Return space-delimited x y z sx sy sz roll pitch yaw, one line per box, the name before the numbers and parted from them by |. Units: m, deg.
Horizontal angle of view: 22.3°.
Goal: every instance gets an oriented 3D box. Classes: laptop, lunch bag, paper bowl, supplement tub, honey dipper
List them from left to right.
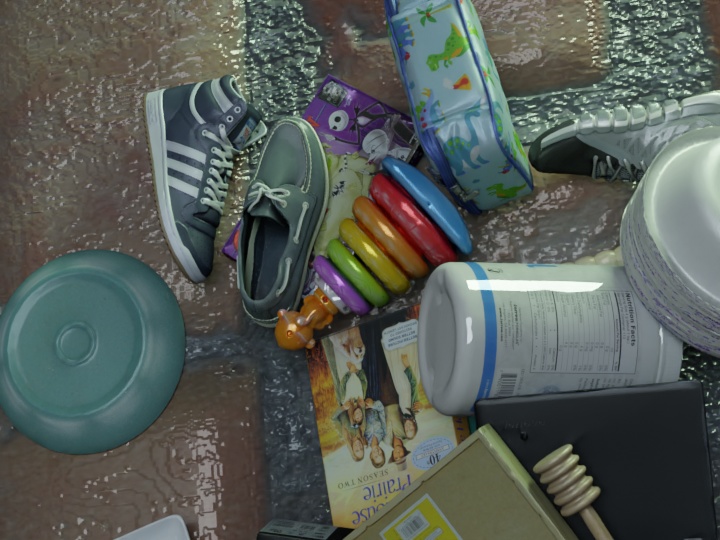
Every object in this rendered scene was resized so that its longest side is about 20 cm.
lunch bag | 0.089 -0.158 1.647 0.082 0.161 0.201 -20 70 12
supplement tub | 0.158 0.059 1.549 0.198 0.132 0.133 1 73 -16
laptop | 0.202 0.195 1.519 0.186 0.200 0.117 -5 59 12
honey dipper | 0.207 0.231 1.449 0.038 0.038 0.201 -34 90 2
paper bowl | 0.324 -0.033 1.512 0.199 0.105 0.202 7 55 -10

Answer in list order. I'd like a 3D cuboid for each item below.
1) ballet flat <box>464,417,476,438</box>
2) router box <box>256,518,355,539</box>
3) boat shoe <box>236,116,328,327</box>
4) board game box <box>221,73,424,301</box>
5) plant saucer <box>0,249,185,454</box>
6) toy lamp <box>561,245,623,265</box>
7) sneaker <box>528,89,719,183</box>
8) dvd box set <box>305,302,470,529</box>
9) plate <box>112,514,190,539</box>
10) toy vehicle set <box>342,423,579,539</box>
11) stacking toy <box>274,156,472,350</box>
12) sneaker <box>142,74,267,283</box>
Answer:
ballet flat | 0.147 0.160 1.590 0.199 0.065 0.071 5 83 40
router box | 0.007 0.307 1.568 0.198 0.052 0.159 5 99 15
boat shoe | -0.075 -0.051 1.679 0.072 0.062 0.202 5 77 15
board game box | -0.031 -0.073 1.722 0.119 0.032 0.201 28 83 23
plant saucer | -0.266 0.072 1.732 0.198 0.036 0.202 -3 74 12
toy lamp | 0.173 0.009 1.637 0.198 0.058 0.059 -16 72 8
sneaker | 0.255 -0.087 1.634 0.198 0.075 0.116 -13 75 9
dvd box set | 0.028 0.142 1.623 0.146 0.029 0.202 -19 71 31
plate | -0.219 0.349 1.648 0.198 0.032 0.201 -22 71 6
toy vehicle set | 0.067 0.234 1.487 0.200 0.026 0.125 -41 80 20
stacking toy | 0.000 0.000 1.646 0.200 0.110 0.116 -44 91 0
sneaker | -0.139 -0.093 1.729 0.108 0.070 0.202 -16 69 10
